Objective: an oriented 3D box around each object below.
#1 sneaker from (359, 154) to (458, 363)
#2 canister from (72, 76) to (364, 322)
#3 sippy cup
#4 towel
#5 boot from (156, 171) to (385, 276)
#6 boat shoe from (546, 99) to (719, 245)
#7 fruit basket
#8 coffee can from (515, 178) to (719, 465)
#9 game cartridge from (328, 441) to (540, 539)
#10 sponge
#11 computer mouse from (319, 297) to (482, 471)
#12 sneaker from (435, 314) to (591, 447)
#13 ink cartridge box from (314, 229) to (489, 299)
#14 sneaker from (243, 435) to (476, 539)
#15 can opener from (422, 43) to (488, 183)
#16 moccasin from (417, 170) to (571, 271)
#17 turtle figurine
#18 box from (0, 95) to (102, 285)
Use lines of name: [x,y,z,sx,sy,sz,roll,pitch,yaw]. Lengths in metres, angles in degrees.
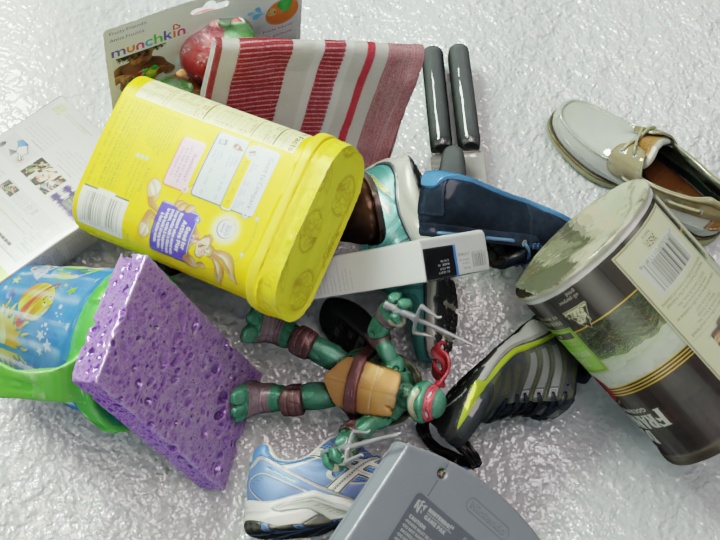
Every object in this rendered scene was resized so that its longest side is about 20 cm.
sneaker: [0.038,-0.006,1.264,0.079,0.078,0.201,-19,68,12]
canister: [-0.117,-0.063,1.126,0.199,0.087,0.149,22,82,20]
sippy cup: [-0.233,0.053,1.151,0.130,0.178,0.140,11,78,27]
towel: [-0.049,-0.142,1.242,0.199,0.144,0.023,-2,41,-25]
boot: [-0.092,-0.032,1.197,0.199,0.186,0.064,-13,95,-18]
boat shoe: [0.272,-0.107,1.333,0.200,0.068,0.075,35,65,9]
fruit basket: [-0.132,-0.170,1.236,0.185,0.200,0.094,-22,68,-17]
coffee can: [0.251,0.043,1.183,0.200,0.146,0.146,47,66,-8]
game cartridge: [0.071,0.233,1.110,0.200,0.040,0.133,43,74,-22]
sponge: [-0.151,0.086,1.122,0.030,0.200,0.112,2,60,29]
computer mouse: [0.038,0.096,1.214,0.034,0.059,0.200,-36,75,-29]
sneaker: [0.141,0.099,1.196,0.081,0.074,0.200,49,48,7]
ink cartridge box: [0.000,0.000,1.185,0.099,0.200,0.039,-11,93,-52]
sneaker: [0.001,0.175,1.159,0.199,0.076,0.077,-3,70,-10]
can opener: [0.092,-0.132,1.325,0.052,0.067,0.201,-3,63,-2]
moccasin: [0.126,-0.033,1.259,0.200,0.080,0.068,18,86,-29]
turtle figurine: [-0.004,0.094,1.142,0.199,0.101,0.150,10,75,21]
box: [-0.301,-0.058,1.234,0.200,0.036,0.144,-37,59,-23]
